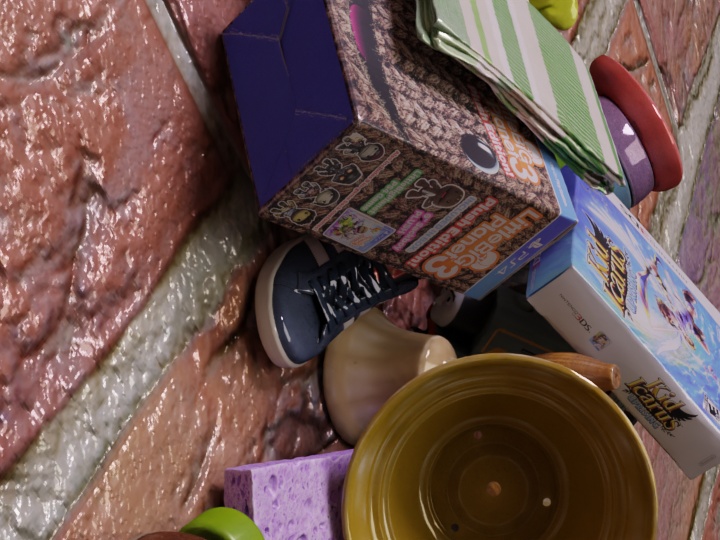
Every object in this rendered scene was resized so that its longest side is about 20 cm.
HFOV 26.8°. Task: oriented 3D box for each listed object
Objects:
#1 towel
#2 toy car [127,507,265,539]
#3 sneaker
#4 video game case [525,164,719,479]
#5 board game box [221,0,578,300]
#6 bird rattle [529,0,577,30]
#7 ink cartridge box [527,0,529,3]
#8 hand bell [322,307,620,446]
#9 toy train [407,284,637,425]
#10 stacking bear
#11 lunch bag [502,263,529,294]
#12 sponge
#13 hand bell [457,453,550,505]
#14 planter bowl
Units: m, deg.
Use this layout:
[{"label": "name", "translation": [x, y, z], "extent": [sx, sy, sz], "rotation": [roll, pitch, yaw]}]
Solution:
[{"label": "towel", "translation": [0.100, -0.150, 1.020], "extent": [0.200, 0.023, 0.153], "rotation": [34, 33, -34]}, {"label": "toy car", "translation": [-0.039, 0.212, 0.792], "extent": [0.164, 0.199, 0.159], "rotation": [-30, 109, -59]}, {"label": "sneaker", "translation": [0.000, 0.000, 1.037], "extent": [0.200, 0.084, 0.075], "rotation": [-50, 126, -53]}, {"label": "video game case", "translation": [0.199, 0.027, 1.105], "extent": [0.181, 0.045, 0.200], "rotation": [45, 24, -13]}, {"label": "board game box", "translation": [0.025, -0.094, 0.988], "extent": [0.199, 0.097, 0.160], "rotation": [20, 43, -39]}, {"label": "bird rattle", "translation": [0.150, -0.196, 1.331], "extent": [0.163, 0.112, 0.201], "rotation": [-102, 176, -61]}, {"label": "ink cartridge box", "translation": [0.026, -0.242, 1.087], "extent": [0.199, 0.084, 0.147], "rotation": [10, 64, -47]}, {"label": "hand bell", "translation": [0.084, 0.071, 1.044], "extent": [0.104, 0.199, 0.105], "rotation": [8, 80, -57]}, {"label": "toy train", "translation": [0.130, 0.075, 1.160], "extent": [0.199, 0.114, 0.085], "rotation": [25, 28, -14]}, {"label": "stacking bear", "translation": [0.150, -0.070, 1.235], "extent": [0.122, 0.199, 0.114], "rotation": [62, -3, -23]}, {"label": "lunch bag", "translation": [0.174, 0.064, 1.301], "extent": [0.164, 0.117, 0.201], "rotation": [-60, 139, -49]}, {"label": "sponge", "translation": [-0.008, 0.174, 0.988], "extent": [0.200, 0.030, 0.112], "rotation": [-1, 84, -51]}, {"label": "hand bell", "translation": [0.105, 0.177, 1.122], "extent": [0.200, 0.104, 0.105], "rotation": [56, 37, -55]}, {"label": "planter bowl", "translation": [0.088, 0.150, 0.989], "extent": [0.083, 0.199, 0.202], "rotation": [-63, 143, -86]}]
